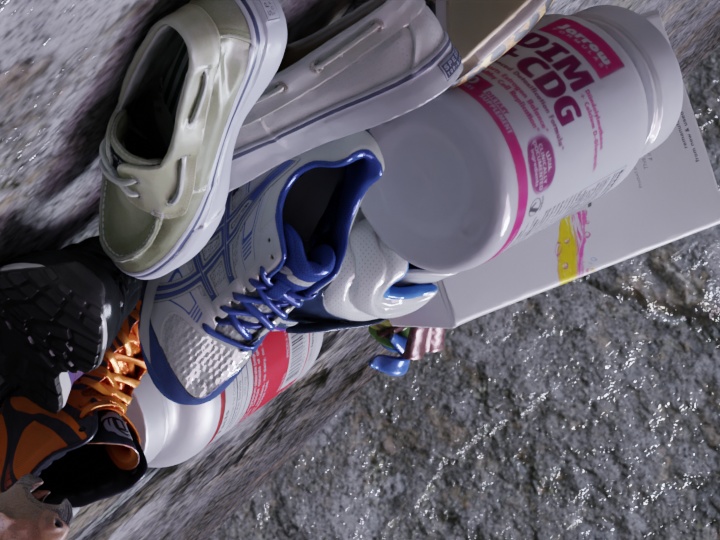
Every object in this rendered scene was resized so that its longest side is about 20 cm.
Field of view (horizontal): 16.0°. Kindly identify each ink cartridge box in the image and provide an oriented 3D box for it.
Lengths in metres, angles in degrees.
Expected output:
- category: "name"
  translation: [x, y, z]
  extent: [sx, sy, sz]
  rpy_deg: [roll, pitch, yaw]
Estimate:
- category: "ink cartridge box"
  translation: [0.102, -0.062, 1.646]
  extent: [0.199, 0.145, 0.147]
  rpy_deg: [-20, -176, -16]

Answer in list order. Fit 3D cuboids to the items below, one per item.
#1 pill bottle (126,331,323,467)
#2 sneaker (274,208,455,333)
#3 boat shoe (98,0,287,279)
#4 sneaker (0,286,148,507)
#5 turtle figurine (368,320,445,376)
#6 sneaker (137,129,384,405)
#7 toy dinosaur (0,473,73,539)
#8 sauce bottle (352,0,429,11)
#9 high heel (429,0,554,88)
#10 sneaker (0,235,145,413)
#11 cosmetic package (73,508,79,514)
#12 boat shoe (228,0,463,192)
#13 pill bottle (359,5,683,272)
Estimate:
- category: "pill bottle"
  translation: [-0.118, 0.058, 1.656]
  extent: [0.112, 0.112, 0.200]
  rpy_deg: [-48, 171, 36]
- category: "sneaker"
  translation: [0.000, 0.000, 1.537]
  extent: [0.200, 0.146, 0.081]
  rpy_deg: [4, 89, -72]
- category: "boat shoe"
  translation: [-0.099, -0.067, 1.251]
  extent: [0.062, 0.072, 0.200]
  rpy_deg: [-21, 150, -38]
- category: "sneaker"
  translation: [-0.139, 0.065, 1.491]
  extent: [0.200, 0.112, 0.078]
  rpy_deg: [-48, 129, -1]
- category: "turtle figurine"
  translation: [0.002, -0.045, 1.806]
  extent: [0.194, 0.143, 0.201]
  rpy_deg: [84, 11, -53]
- category: "sneaker"
  translation: [-0.056, -0.005, 1.392]
  extent: [0.075, 0.088, 0.200]
  rpy_deg: [16, 109, -33]
- category: "toy dinosaur"
  translation: [-0.263, 0.169, 1.382]
  extent: [0.200, 0.136, 0.086]
  rpy_deg: [-46, 173, 23]
- category: "sauce bottle"
  translation: [0.058, -0.152, 1.545]
  extent: [0.065, 0.065, 0.200]
  rpy_deg: [-46, 168, 18]
- category: "high heel"
  translation: [0.082, -0.166, 1.448]
  extent: [0.143, 0.071, 0.200]
  rpy_deg: [102, 11, -70]
- category: "sneaker"
  translation: [-0.154, 0.008, 1.377]
  extent: [0.088, 0.076, 0.200]
  rpy_deg: [-51, -177, -20]
- category: "cosmetic package"
  translation: [-0.267, 0.173, 1.667]
  extent: [0.102, 0.074, 0.200]
  rpy_deg: [-45, 171, 8]
- category: "boat shoe"
  translation: [-0.048, -0.095, 1.320]
  extent: [0.199, 0.070, 0.071]
  rpy_deg: [-20, -157, 25]
- category: "pill bottle"
  translation: [0.095, -0.083, 1.474]
  extent: [0.200, 0.113, 0.113]
  rpy_deg: [-29, 165, -46]
